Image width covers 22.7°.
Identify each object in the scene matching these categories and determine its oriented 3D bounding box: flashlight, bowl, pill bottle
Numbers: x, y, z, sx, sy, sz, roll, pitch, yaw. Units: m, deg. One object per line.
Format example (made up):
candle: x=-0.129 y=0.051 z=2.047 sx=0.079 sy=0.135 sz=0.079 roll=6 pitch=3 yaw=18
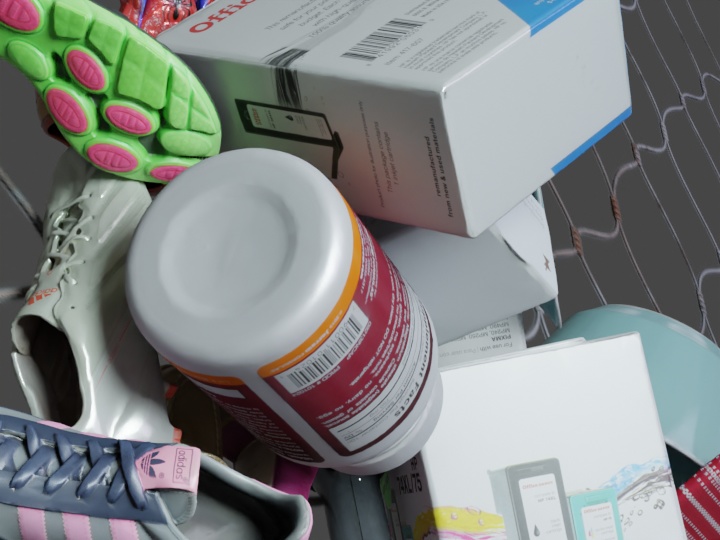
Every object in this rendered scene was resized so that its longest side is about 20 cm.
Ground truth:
flashlight: x=0.002 y=0.176 z=1.042 sx=0.068 sy=0.068 sz=0.200 roll=25 pitch=41 yaw=-43
bowl: x=0.205 y=0.098 z=1.338 sx=0.201 sy=0.201 sz=0.105 roll=44 pitch=65 yaw=-42
pill bottle: x=-0.028 y=0.031 z=0.896 sx=0.200 sy=0.113 sz=0.113 roll=52 pitch=25 yaw=-58

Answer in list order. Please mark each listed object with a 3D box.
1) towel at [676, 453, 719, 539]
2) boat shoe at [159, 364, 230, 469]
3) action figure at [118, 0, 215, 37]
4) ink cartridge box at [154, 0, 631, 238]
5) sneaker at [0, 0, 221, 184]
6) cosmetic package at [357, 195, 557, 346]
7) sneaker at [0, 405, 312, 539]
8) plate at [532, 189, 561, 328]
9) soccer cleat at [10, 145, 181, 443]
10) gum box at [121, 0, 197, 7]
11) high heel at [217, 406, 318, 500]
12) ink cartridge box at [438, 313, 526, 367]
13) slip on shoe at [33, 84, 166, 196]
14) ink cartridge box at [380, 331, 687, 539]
towel: x=0.206 y=0.216 z=1.269 sx=0.145 sy=0.200 sz=0.022 roll=44 pitch=8 yaw=-48
boat shoe: x=-0.084 y=0.125 z=0.892 sx=0.071 sy=0.064 sz=0.200 roll=47 pitch=31 yaw=-39
action figure: x=-0.114 y=-0.198 z=1.021 sx=0.065 sy=0.099 sz=0.200 roll=7 pitch=45 yaw=-32
ink cartridge box: x=0.015 y=-0.099 z=0.919 sx=0.146 sy=0.200 sz=0.084 roll=-37 pitch=127 yaw=-36
sneaker: x=-0.148 y=-0.121 z=0.900 sx=0.200 sy=0.077 sz=0.084 roll=38 pitch=27 yaw=-7
cosmetic package: x=0.000 y=0.000 z=1.014 sx=0.102 sy=0.200 sz=0.074 roll=45 pitch=30 yaw=-41
sneaker: x=-0.112 y=0.090 z=0.778 sx=0.200 sy=0.082 sz=0.070 roll=22 pitch=49 yaw=-27
plate: x=0.104 y=-0.060 z=1.160 sx=0.200 sy=0.026 sz=0.201 roll=-8 pitch=90 yaw=-83
soccer cleat: x=-0.137 y=0.012 z=0.884 sx=0.077 sy=0.069 sz=0.200 roll=16 pitch=49 yaw=-38
gum box: x=-0.072 y=-0.105 z=1.123 sx=0.200 sy=0.066 sz=0.114 roll=43 pitch=32 yaw=-43
high heel: x=-0.040 y=0.149 z=0.968 sx=0.096 sy=0.067 sz=0.200 roll=29 pitch=30 yaw=-42
ink cartridge box: x=0.058 y=-0.031 z=1.212 sx=0.145 sy=0.084 sz=0.200 roll=-77 pitch=157 yaw=-78
slip on shoe: x=-0.108 y=-0.063 z=1.009 sx=0.200 sy=0.074 sz=0.061 roll=35 pitch=44 yaw=-42
ink cartridge box: x=0.100 y=0.152 z=1.066 sx=0.147 sy=0.146 sz=0.200 roll=136 pitch=-57 yaw=-77
